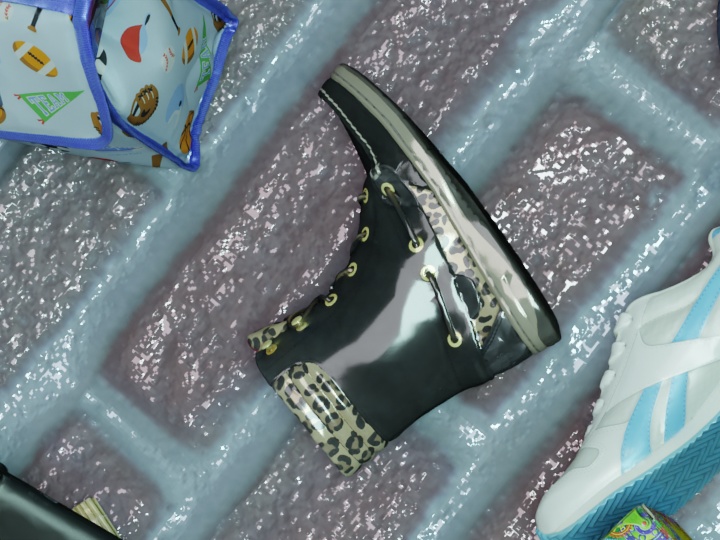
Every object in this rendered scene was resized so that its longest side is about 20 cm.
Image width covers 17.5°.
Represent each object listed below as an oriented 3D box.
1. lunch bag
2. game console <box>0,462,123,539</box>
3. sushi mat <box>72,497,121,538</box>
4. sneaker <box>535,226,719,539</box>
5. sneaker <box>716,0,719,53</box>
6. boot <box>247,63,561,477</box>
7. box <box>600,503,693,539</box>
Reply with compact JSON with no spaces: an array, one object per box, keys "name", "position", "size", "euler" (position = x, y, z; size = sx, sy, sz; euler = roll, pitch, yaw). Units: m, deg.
[{"name":"lunch bag","position":[-0.186,-0.130,1.305],"size":[0.169,0.200,0.125],"euler":[10,83,17]},{"name":"game console","position":[-0.234,0.198,1.343],"size":[0.175,0.116,0.201],"euler":[31,96,-8]},{"name":"sushi mat","position":[-0.136,0.235,1.320],"size":[0.095,0.012,0.201],"euler":[-39,71,8]},{"name":"sneaker","position":[0.160,0.067,1.237],"size":[0.200,0.077,0.081],"euler":[-46,62,-2]},{"name":"sneaker","position":[0.254,-0.098,1.240],"size":[0.074,0.082,0.201],"euler":[-45,50,33]},{"name":"boot","position":[0.000,0.000,1.295],"size":[0.150,0.073,0.201],"euler":[-38,77,7]},{"name":"box","position":[0.148,0.259,1.173],"size":[0.193,0.122,0.200],"euler":[-43,72,5]}]
